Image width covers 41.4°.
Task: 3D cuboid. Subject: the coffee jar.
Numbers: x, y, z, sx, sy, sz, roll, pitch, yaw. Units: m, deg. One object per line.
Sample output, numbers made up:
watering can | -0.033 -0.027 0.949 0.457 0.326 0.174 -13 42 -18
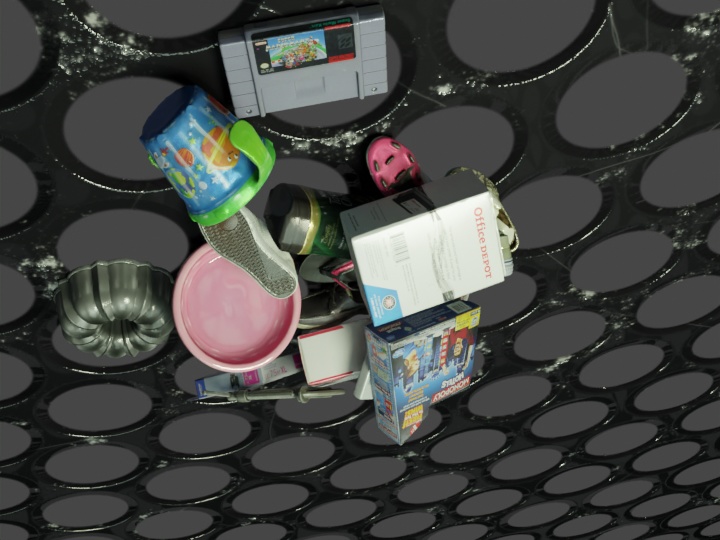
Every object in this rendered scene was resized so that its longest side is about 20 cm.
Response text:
coffee jar | -0.036 -0.066 1.358 0.196 0.105 0.087 6 115 -27

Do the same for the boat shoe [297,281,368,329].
boat shoe | -0.024 0.043 1.562 0.195 0.073 0.065 -11 141 -8

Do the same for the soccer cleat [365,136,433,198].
soccer cleat | 0.067 -0.116 1.357 0.070 0.086 0.200 -49 119 -3

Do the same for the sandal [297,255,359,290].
sandal | 0.000 0.000 1.502 0.195 0.046 0.076 4 131 -10

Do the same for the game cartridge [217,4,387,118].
game cartridge | -0.065 -0.250 1.146 0.195 0.039 0.130 -11 151 -3

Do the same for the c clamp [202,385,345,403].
c clamp | -0.131 0.205 1.562 0.196 0.028 0.170 -6 171 28

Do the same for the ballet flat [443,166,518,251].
ballet flat | 0.194 -0.086 1.432 0.068 0.076 0.200 -43 140 5

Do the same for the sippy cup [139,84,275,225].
sippy cup | -0.194 -0.148 1.162 0.176 0.141 0.130 -31 123 21

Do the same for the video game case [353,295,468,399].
video game case | 0.085 0.109 1.519 0.180 0.023 0.204 4 109 -45

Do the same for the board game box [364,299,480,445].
board game box | 0.090 0.159 1.490 0.197 0.061 0.204 -17 124 -37

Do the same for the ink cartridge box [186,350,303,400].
ink cartridge box | -0.203 0.186 1.669 0.198 0.043 0.118 -20 175 37

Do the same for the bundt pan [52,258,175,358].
bundt pan | -0.375 0.070 1.479 0.197 0.077 0.203 -9 147 -6

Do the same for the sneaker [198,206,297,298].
sneaker | -0.166 -0.049 1.373 0.072 0.085 0.201 -33 116 14

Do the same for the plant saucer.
plant saucer | -0.188 0.049 1.430 0.196 0.206 0.051 3 176 -22

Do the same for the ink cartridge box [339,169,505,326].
ink cartridge box | 0.086 -0.032 1.303 0.196 0.085 0.147 -18 122 -4

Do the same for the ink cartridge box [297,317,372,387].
ink cartridge box | -0.024 0.141 1.623 0.142 0.086 0.200 -14 172 -1

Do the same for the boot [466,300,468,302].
boot | 0.103 0.086 1.599 0.200 0.073 0.151 -48 145 -16

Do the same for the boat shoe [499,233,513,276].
boat shoe | 0.157 -0.037 1.451 0.071 0.064 0.198 -7 -166 -41
